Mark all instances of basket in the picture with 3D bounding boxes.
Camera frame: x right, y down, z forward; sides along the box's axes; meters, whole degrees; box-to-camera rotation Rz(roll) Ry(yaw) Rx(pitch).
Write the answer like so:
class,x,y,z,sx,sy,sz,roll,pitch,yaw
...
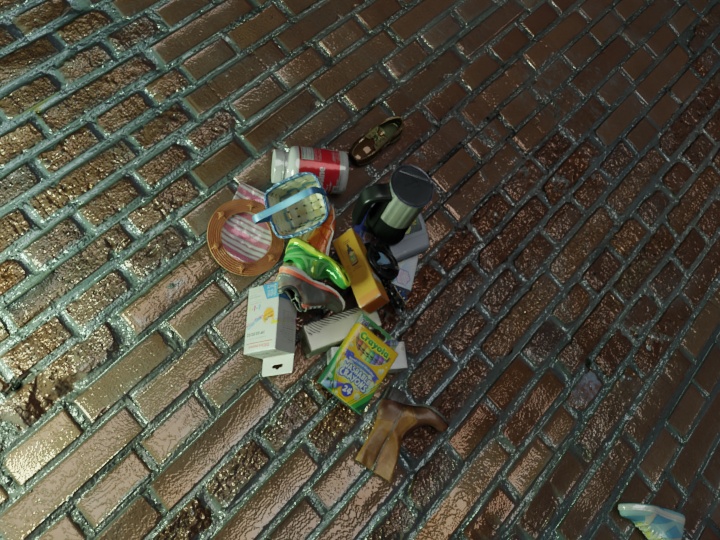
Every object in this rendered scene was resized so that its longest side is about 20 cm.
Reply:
class,x,y,z,sx,sy,sz,roll,pitch,yaw
basket,-0.156,-0.160,1.486,0.172,0.199,0.143,-21,87,17

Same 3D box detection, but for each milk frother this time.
class,x,y,z,sx,sy,sz,roll,pitch,yaw
milk frother,0.089,-0.112,1.486,0.177,0.189,0.204,-22,74,-27

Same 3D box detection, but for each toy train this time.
class,x,y,z,sx,sy,sz,roll,pitch,yaw
toy train,0.063,0.014,1.573,0.045,0.034,0.203,-27,81,-34

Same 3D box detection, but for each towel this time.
class,x,y,z,sx,sy,sz,roll,pitch,yaw
towel,-0.282,-0.117,1.560,0.143,0.030,0.205,25,67,-8

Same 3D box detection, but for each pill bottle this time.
class,x,y,z,sx,sy,sz,roll,pitch,yaw
pill bottle,-0.135,-0.267,1.607,0.193,0.112,0.116,3,71,-15

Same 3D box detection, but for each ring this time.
class,x,y,z,sx,sy,sz,roll,pitch,yaw
ring,-0.286,-0.087,1.526,0.194,0.019,0.207,6,71,-19

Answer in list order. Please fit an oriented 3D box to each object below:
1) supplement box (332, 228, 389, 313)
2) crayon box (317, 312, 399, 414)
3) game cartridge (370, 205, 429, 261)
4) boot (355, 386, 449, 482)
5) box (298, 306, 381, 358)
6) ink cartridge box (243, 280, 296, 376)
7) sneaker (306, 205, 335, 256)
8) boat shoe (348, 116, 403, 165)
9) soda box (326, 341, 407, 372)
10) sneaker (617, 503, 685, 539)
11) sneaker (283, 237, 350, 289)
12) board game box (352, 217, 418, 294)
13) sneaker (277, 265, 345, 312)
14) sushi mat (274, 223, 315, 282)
class,x,y,z,sx,sy,sz,roll,pitch,yaw
supplement box,0.000,0.000,1.510,0.065,0.069,0.204,-31,64,15
crayon box,0.003,0.219,1.449,0.125,0.051,0.203,37,74,-10
game cartridge,0.103,-0.132,1.630,0.130,0.041,0.205,-18,77,-26
boot,0.106,0.414,1.479,0.185,0.069,0.204,28,68,-6
box,-0.051,0.147,1.514,0.195,0.082,0.070,-18,76,-22
ink cartridge box,-0.213,0.140,1.442,0.067,0.113,0.207,22,62,-46
sneaker,-0.106,-0.081,1.566,0.075,0.073,0.206,13,66,-2
boat shoe,0.048,-0.376,1.717,0.076,0.074,0.199,46,66,3
soda box,0.016,0.223,1.518,0.193,0.064,0.070,-2,73,-17
sneaker,0.757,0.683,1.576,0.194,0.080,0.134,16,67,-10
sneaker,-0.105,-0.003,1.481,0.197,0.074,0.085,31,89,24
board game box,0.064,-0.064,1.638,0.194,0.041,0.206,19,68,-10
sneaker,-0.123,0.066,1.440,0.197,0.076,0.084,32,63,-30
sushi mat,-0.147,-0.024,1.578,0.094,0.012,0.205,26,67,-8
